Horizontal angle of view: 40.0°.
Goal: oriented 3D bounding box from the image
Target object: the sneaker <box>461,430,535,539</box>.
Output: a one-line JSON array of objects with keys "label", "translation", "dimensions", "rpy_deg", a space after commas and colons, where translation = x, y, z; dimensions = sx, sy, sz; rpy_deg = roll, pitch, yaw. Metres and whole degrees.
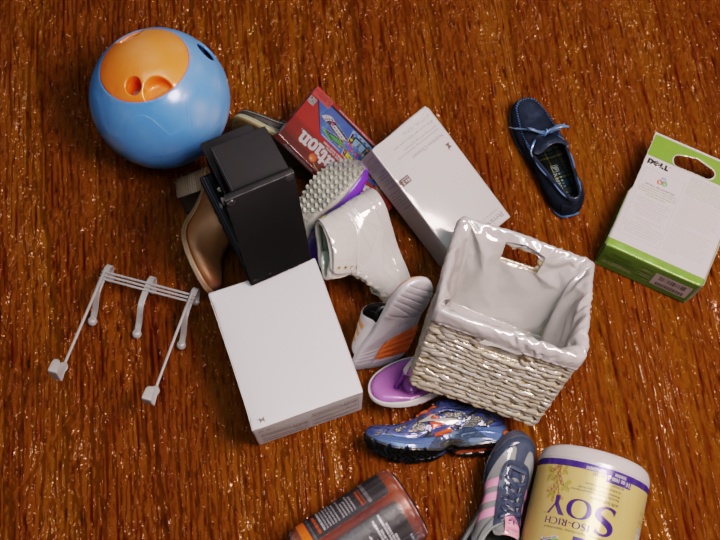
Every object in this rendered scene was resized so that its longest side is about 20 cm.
[{"label": "sneaker", "translation": [0.191, 0.309, 1.280], "dimensions": [0.070, 0.082, 0.201], "rpy_deg": [19, 86, -16]}]

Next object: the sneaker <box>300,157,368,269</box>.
[{"label": "sneaker", "translation": [-0.045, -0.067, 1.412], "dimensions": [0.200, 0.099, 0.070], "rpy_deg": [-51, 44, 10]}]

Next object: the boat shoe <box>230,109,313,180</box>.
[{"label": "boat shoe", "translation": [-0.097, -0.187, 1.477], "dimensions": [0.200, 0.073, 0.065], "rpy_deg": [29, 58, -9]}]

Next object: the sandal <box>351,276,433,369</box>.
[{"label": "sandal", "translation": [0.040, 0.060, 1.338], "dimensions": [0.079, 0.207, 0.059], "rpy_deg": [-4, 52, -29]}]

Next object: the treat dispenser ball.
[{"label": "treat dispenser ball", "translation": [-0.289, -0.248, 1.427], "dimensions": [0.200, 0.201, 0.202], "rpy_deg": [0, 71, 0]}]

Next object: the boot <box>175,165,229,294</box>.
[{"label": "boot", "translation": [-0.179, -0.074, 1.425], "dimensions": [0.154, 0.074, 0.201], "rpy_deg": [-15, 70, 4]}]

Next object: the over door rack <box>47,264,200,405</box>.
[{"label": "over door rack", "translation": [-0.323, 0.094, 1.372], "dimensions": [0.147, 0.067, 0.200], "rpy_deg": [14, 51, 4]}]

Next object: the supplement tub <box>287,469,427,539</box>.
[{"label": "supplement tub", "translation": [-0.020, 0.351, 1.273], "dimensions": [0.200, 0.107, 0.107], "rpy_deg": [-30, 74, -10]}]

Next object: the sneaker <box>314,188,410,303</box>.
[{"label": "sneaker", "translation": [0.000, 0.000, 1.369], "dimensions": [0.115, 0.074, 0.201], "rpy_deg": [-28, 110, -21]}]

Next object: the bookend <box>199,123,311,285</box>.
[{"label": "bookend", "translation": [-0.154, -0.121, 1.294], "dimensions": [0.092, 0.200, 0.199], "rpy_deg": [-24, 61, -10]}]

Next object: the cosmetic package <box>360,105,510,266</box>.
[{"label": "cosmetic package", "translation": [0.107, -0.118, 1.422], "dimensions": [0.113, 0.081, 0.200], "rpy_deg": [-40, 92, -14]}]

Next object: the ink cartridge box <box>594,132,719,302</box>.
[{"label": "ink cartridge box", "translation": [0.453, -0.078, 1.441], "dimensions": [0.147, 0.076, 0.200], "rpy_deg": [25, 71, 9]}]

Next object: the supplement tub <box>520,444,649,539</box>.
[{"label": "supplement tub", "translation": [0.279, 0.337, 1.259], "dimensions": [0.145, 0.145, 0.201], "rpy_deg": [16, 71, 5]}]

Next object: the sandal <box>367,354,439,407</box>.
[{"label": "sandal", "translation": [0.105, 0.132, 1.365], "dimensions": [0.202, 0.050, 0.083], "rpy_deg": [-14, 40, -11]}]

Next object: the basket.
[{"label": "basket", "translation": [0.185, 0.069, 1.301], "dimensions": [0.197, 0.161, 0.200], "rpy_deg": [19, 41, 2]}]

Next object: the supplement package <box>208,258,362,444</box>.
[{"label": "supplement package", "translation": [-0.100, 0.112, 1.353], "dimensions": [0.155, 0.111, 0.201], "rpy_deg": [-18, 73, -6]}]

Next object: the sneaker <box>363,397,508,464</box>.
[{"label": "sneaker", "translation": [0.101, 0.215, 1.347], "dimensions": [0.199, 0.075, 0.079], "rpy_deg": [-3, 62, -10]}]

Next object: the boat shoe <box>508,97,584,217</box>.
[{"label": "boat shoe", "translation": [0.290, -0.180, 1.478], "dimensions": [0.084, 0.069, 0.200], "rpy_deg": [-25, 73, -9]}]

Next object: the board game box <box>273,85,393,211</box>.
[{"label": "board game box", "translation": [-0.023, -0.162, 1.441], "dimensions": [0.200, 0.019, 0.103], "rpy_deg": [43, 66, -17]}]
